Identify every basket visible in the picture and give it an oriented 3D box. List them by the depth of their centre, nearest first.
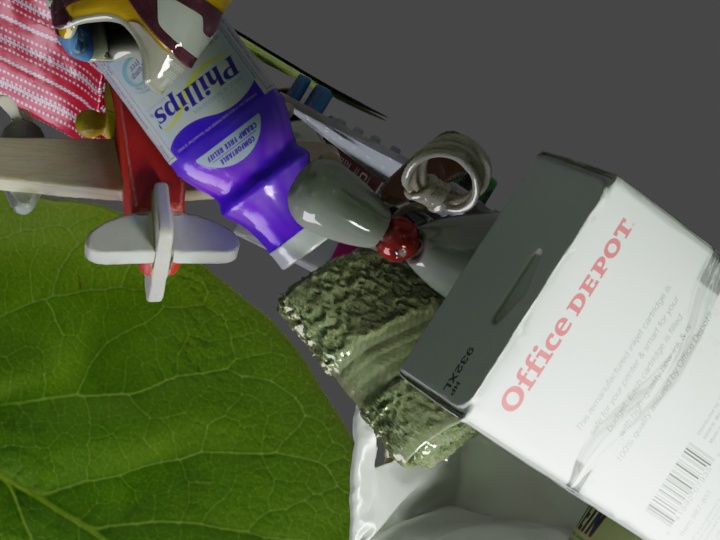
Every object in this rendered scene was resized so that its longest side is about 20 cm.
[{"bbox_3d":[0.115,0.118,1.447,0.199,0.199,0.161,6,-174,25],"label":"basket"}]

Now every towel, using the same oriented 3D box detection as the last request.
[{"bbox_3d":[0.045,0.038,1.282,0.149,0.037,0.200,51,-143,12],"label":"towel"},{"bbox_3d":[-0.235,-0.181,1.457,0.144,0.023,0.200,28,142,8],"label":"towel"}]

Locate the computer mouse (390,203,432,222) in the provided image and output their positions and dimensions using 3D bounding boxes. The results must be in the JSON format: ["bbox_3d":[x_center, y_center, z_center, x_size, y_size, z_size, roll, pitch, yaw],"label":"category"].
[{"bbox_3d":[0.057,-0.019,1.590,0.109,0.044,0.200,29,-172,15],"label":"computer mouse"}]

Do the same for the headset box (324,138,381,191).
[{"bbox_3d":[-0.083,-0.103,1.738,0.200,0.075,0.149,34,178,-26],"label":"headset box"}]

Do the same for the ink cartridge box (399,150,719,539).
[{"bbox_3d":[0.143,0.052,1.078,0.200,0.145,0.084,34,178,-28],"label":"ink cartridge box"}]

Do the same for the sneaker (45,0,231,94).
[{"bbox_3d":[-0.163,-0.174,1.178,0.200,0.090,0.075,31,177,35],"label":"sneaker"}]

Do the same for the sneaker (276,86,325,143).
[{"bbox_3d":[-0.042,-0.086,1.543,0.073,0.085,0.200,20,175,39],"label":"sneaker"}]

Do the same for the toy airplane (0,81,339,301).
[{"bbox_3d":[-0.141,-0.074,1.355,0.200,0.199,0.141,42,159,0],"label":"toy airplane"}]

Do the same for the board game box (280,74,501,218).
[{"bbox_3d":[0.062,-0.055,1.414,0.200,0.026,0.200,30,176,43],"label":"board game box"}]

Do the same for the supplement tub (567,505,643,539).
[{"bbox_3d":[0.221,0.142,1.215,0.145,0.201,0.145,32,178,2],"label":"supplement tub"}]

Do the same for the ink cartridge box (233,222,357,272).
[{"bbox_3d":[0.000,0.000,1.546,0.119,0.042,0.200,26,177,28],"label":"ink cartridge box"}]

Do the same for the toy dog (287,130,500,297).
[{"bbox_3d":[0.052,-0.031,1.233,0.200,0.131,0.097,45,-150,-38],"label":"toy dog"}]

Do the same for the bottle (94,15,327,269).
[{"bbox_3d":[-0.089,-0.094,1.260,0.200,0.083,0.065,55,-176,-3],"label":"bottle"}]
